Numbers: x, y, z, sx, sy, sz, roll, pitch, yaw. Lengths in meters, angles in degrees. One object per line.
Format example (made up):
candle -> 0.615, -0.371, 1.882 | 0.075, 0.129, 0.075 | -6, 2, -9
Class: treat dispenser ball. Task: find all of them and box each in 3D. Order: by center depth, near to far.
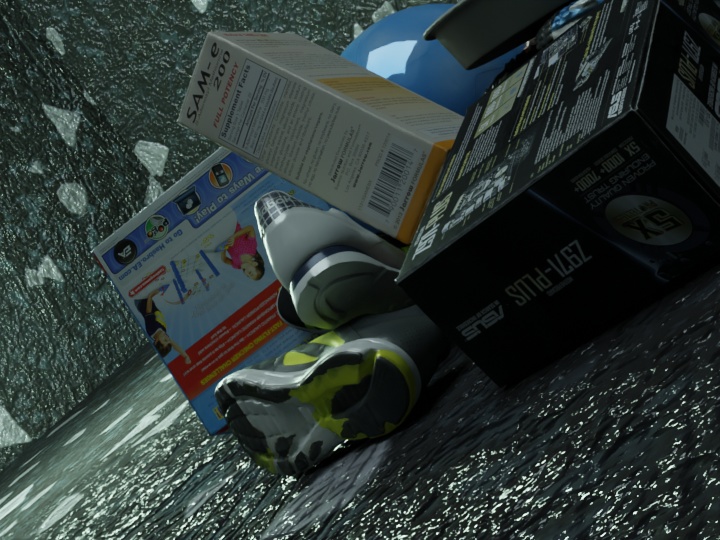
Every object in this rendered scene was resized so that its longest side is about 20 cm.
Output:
treat dispenser ball -> 0.064, -0.112, 1.181 | 0.201, 0.201, 0.201 | -38, 6, 5

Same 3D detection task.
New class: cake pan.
cake pan -> 0.135, -0.191, 0.973 | 0.200, 0.037, 0.200 | -30, 2, 1

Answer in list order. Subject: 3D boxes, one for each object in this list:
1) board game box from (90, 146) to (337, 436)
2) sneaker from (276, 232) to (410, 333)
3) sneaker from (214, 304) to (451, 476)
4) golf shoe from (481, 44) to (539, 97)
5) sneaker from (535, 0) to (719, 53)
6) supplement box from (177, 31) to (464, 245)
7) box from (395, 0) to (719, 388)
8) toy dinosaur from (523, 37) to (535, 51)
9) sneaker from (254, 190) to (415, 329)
board game box -> -0.096, 0.004, 1.260 | 0.200, 0.196, 0.056 | -37, -12, 10
sneaker -> -0.010, -0.001, 1.130 | 0.199, 0.083, 0.072 | -15, 64, 46
sneaker -> -0.014, 0.075, 0.933 | 0.085, 0.075, 0.200 | -35, 12, -39
golf shoe -> 0.100, -0.062, 0.976 | 0.201, 0.077, 0.088 | -62, -7, -9
sneaker -> 0.202, -0.140, 0.919 | 0.199, 0.087, 0.075 | -12, -2, -24
supplement box -> -0.010, -0.097, 1.036 | 0.126, 0.199, 0.074 | -15, -50, -62
box -> 0.123, -0.058, 0.797 | 0.164, 0.086, 0.200 | -36, 17, 32
toy dinosaur -> 0.182, -0.167, 1.125 | 0.135, 0.086, 0.200 | 6, 19, 10
sneaker -> 0.000, 0.000, 0.995 | 0.076, 0.081, 0.200 | -44, -28, 7
